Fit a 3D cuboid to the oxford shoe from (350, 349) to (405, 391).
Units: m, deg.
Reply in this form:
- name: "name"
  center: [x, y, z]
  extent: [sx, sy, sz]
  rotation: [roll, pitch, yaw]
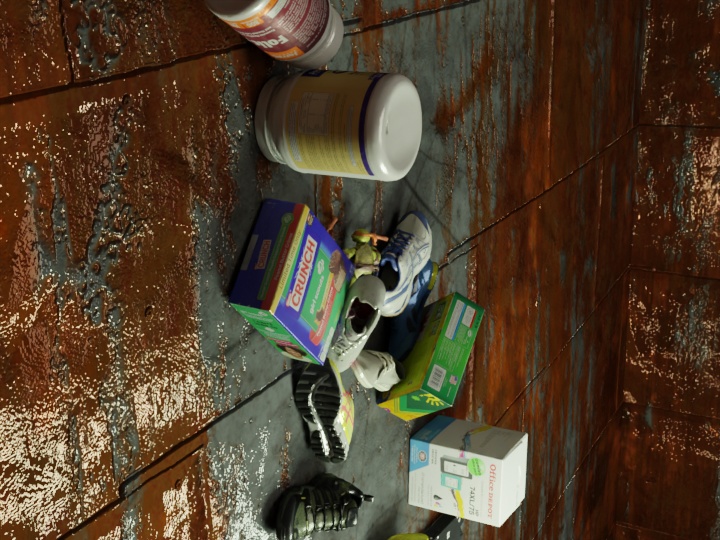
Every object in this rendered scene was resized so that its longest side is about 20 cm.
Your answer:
- name: "oxford shoe"
  center: [0.026, 0.163, 1.778]
  extent: [0.075, 0.058, 0.200]
  rotation: [66, 13, 20]

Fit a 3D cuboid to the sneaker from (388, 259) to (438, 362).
- name: "sneaker"
  center: [0.074, 0.065, 1.887]
  extent: [0.078, 0.066, 0.201]
  rotation: [17, 92, -27]

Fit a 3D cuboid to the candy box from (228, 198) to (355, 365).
- name: "candy box"
  center: [-0.095, 0.019, 1.510]
  extent: [0.200, 0.077, 0.170]
  rotation: [51, 52, -55]

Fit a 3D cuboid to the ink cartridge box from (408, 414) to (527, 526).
- name: "ink cartridge box"
  center: [0.216, 0.397, 2.084]
  extent: [0.146, 0.199, 0.147]
  rotation: [-24, 118, -59]

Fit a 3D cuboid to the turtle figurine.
- name: "turtle figurine"
  center: [0.000, 0.000, 1.702]
  extent: [0.200, 0.064, 0.162]
  rotation: [2, 95, -63]

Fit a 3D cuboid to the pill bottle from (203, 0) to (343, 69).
- name: "pill bottle"
  center: [-0.107, -0.340, 1.346]
  extent: [0.200, 0.114, 0.115]
  rotation: [25, 75, -62]

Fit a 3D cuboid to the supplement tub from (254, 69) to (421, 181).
- name: "supplement tub"
  center: [-0.030, -0.203, 1.439]
  extent: [0.145, 0.199, 0.146]
  rotation: [-28, 122, -58]

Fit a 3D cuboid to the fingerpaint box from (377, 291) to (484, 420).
- name: "fingerpaint box"
  center: [0.127, 0.158, 1.881]
  extent: [0.073, 0.167, 0.201]
  rotation: [30, 62, -16]

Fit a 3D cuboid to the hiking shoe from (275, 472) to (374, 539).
- name: "hiking shoe"
  center: [-0.057, 0.379, 1.656]
  extent: [0.200, 0.100, 0.076]
  rotation: [-25, 118, -59]

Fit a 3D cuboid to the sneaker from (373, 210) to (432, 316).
- name: "sneaker"
  center: [0.070, -0.021, 1.815]
  extent: [0.088, 0.075, 0.201]
  rotation: [54, 50, -61]

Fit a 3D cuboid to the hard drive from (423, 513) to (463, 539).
- name: "hard drive"
  center: [0.165, 0.606, 2.221]
  extent: [0.200, 0.038, 0.140]
  rotation: [-25, 119, -60]

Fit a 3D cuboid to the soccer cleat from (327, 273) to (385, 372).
- name: "soccer cleat"
  center: [-0.020, 0.095, 1.617]
  extent: [0.086, 0.070, 0.200]
  rotation: [-79, -169, -57]

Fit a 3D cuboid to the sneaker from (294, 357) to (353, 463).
- name: "sneaker"
  center: [-0.050, 0.209, 1.665]
  extent: [0.090, 0.078, 0.201]
  rotation: [-60, 153, -50]

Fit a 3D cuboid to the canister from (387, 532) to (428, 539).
- name: "canister"
  center: [0.086, 0.621, 1.972]
  extent: [0.148, 0.086, 0.201]
  rotation: [-19, 101, -59]
